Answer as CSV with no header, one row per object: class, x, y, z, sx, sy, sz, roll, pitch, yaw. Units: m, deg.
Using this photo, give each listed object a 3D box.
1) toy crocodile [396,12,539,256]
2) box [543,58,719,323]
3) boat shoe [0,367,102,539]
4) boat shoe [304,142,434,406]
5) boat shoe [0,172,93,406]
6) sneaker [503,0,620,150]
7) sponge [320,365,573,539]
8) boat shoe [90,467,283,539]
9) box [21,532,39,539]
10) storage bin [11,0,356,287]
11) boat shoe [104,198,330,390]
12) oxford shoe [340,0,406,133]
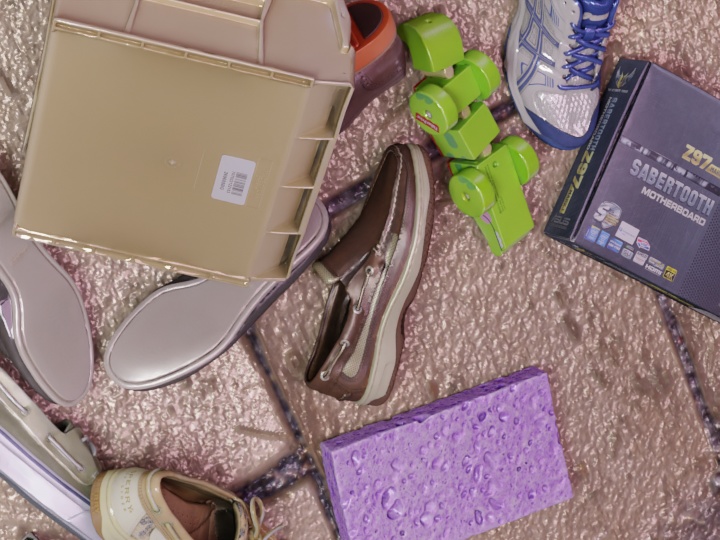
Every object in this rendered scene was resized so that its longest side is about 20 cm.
toy crocodile,0.081,-0.103,1.560,0.067,0.062,0.201,-41,119,-28
box,0.265,-0.060,1.656,0.199,0.051,0.158,26,87,-26
boat shoe,-0.221,0.135,1.452,0.200,0.072,0.062,44,75,-24
boat shoe,0.002,0.001,1.532,0.074,0.075,0.204,9,96,-20
boat shoe,-0.249,0.006,1.431,0.067,0.057,0.201,-42,120,-36
sneaker,0.158,-0.187,1.563,0.075,0.088,0.201,-15,107,-24
sponge,0.070,0.159,1.616,0.199,0.030,0.112,-18,106,-21
boat shoe,-0.113,0.191,1.480,0.200,0.062,0.074,29,52,-51
box,-0.229,0.255,1.396,0.110,0.200,0.035,-43,114,-12
storage bin,-0.120,-0.102,1.352,0.197,0.094,0.201,12,135,-9
boat shoe,-0.100,0.021,1.488,0.200,0.057,0.067,-41,79,-9
oxford shoe,-0.049,-0.112,1.490,0.199,0.071,0.073,-34,135,-4
